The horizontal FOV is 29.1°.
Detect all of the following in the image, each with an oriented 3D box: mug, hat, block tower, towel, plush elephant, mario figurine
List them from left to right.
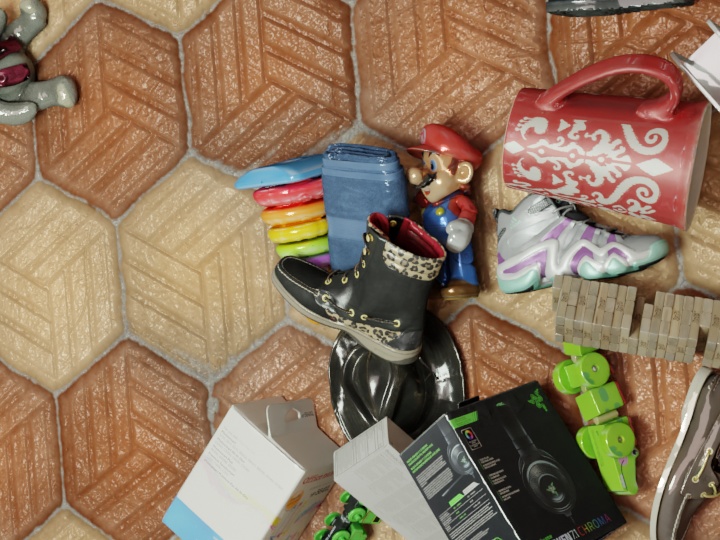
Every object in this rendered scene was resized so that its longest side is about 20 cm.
[{"bbox_3d":[-0.507,-0.269,1.847,0.198,0.154,0.167,-21,82,24],"label":"plush elephant"},{"bbox_3d":[0.013,-0.045,1.618,0.111,0.048,0.202,10,115,35],"label":"towel"},{"bbox_3d":[0.030,0.139,1.633,0.198,0.081,0.203,0,91,25],"label":"hat"},{"bbox_3d":[0.082,-0.067,1.594,0.122,0.106,0.203,-3,91,27],"label":"mario figurine"},{"bbox_3d":[0.259,-0.146,1.455,0.198,0.133,0.180,11,107,19],"label":"mug"},{"bbox_3d":[0.300,0.055,1.483,0.197,0.054,0.058,10,60,12],"label":"block tower"}]

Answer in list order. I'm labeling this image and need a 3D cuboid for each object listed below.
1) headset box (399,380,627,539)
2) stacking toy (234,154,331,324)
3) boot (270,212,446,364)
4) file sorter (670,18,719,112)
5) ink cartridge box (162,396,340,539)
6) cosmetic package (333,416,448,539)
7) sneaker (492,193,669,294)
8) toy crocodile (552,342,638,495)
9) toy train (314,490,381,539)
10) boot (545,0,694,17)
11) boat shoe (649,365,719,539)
[{"bbox_3d":[0.162,0.230,1.504,0.093,0.173,0.201,-47,66,38],"label":"headset box"},{"bbox_3d":[-0.065,-0.034,1.676,0.115,0.109,0.203,-5,100,41],"label":"stacking toy"},{"bbox_3d":[0.000,0.000,1.566,0.199,0.073,0.152,32,127,18],"label":"boot"},{"bbox_3d":[0.436,-0.236,1.408,0.200,0.124,0.139,-44,74,19],"label":"file sorter"},{"bbox_3d":[-0.118,0.253,1.680,0.125,0.128,0.201,38,107,20],"label":"ink cartridge box"},{"bbox_3d":[0.064,0.254,1.569,0.082,0.051,0.200,-34,121,23],"label":"cosmetic package"},{"bbox_3d":[0.235,-0.057,1.533,0.198,0.078,0.142,-10,86,24],"label":"sneaker"},{"bbox_3d":[0.267,0.150,1.533,0.067,0.061,0.202,-33,73,65],"label":"toy crocodile"},{"bbox_3d":[0.008,0.272,1.640,0.201,0.056,0.042,-59,39,29],"label":"toy train"},{"bbox_3d":[0.280,-0.384,1.513,0.163,0.066,0.203,-2,93,17],"label":"boot"},{"bbox_3d":[0.362,0.206,1.480,0.059,0.072,0.202,18,93,27],"label":"boat shoe"}]
